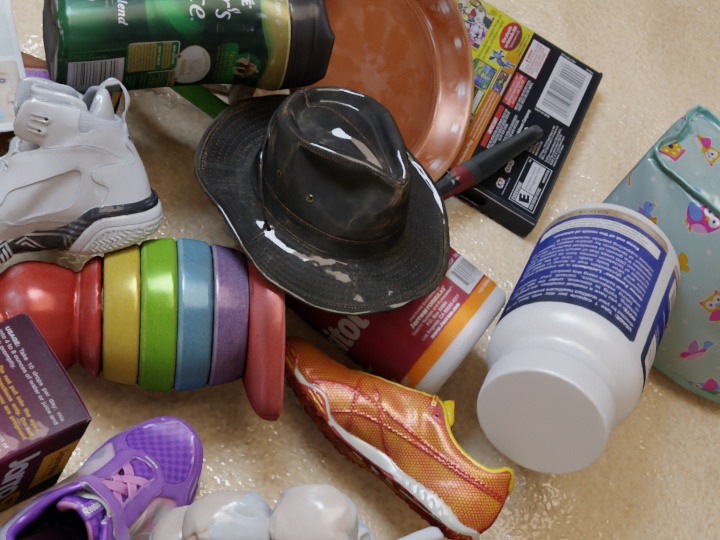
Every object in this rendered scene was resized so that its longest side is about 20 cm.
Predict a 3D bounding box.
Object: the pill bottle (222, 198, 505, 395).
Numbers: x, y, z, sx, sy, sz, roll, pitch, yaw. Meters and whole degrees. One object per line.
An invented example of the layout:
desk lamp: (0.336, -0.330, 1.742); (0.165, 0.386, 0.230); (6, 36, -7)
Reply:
pill bottle: (0.000, 0.000, 1.156); (0.200, 0.113, 0.113); (39, 52, 4)

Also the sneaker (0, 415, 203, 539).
sneaker: (-0.169, 0.157, 0.997); (0.080, 0.089, 0.200); (44, 52, 8)

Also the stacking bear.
stacking bear: (-0.157, 0.034, 1.068); (0.199, 0.114, 0.122); (1, 19, -10)

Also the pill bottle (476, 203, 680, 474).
pill bottle: (0.158, 0.048, 1.130); (0.115, 0.116, 0.200); (34, 41, -1)

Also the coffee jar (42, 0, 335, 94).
coffee jar: (-0.120, -0.178, 1.091); (0.199, 0.085, 0.105); (-4, 56, -17)

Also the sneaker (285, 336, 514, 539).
sneaker: (0.022, 0.109, 1.106); (0.200, 0.073, 0.077); (39, 77, 10)

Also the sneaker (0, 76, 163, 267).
sneaker: (-0.237, -0.062, 1.032); (0.199, 0.116, 0.075); (-11, 22, -10)

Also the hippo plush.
hippo plush: (-0.050, 0.233, 0.979); (0.158, 0.200, 0.162); (-10, 68, 20)

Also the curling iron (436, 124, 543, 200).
curling iron: (0.088, -0.067, 1.269); (0.200, 0.025, 0.050); (-42, 105, -37)

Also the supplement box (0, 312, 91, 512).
supplement box: (-0.279, 0.119, 0.956); (0.199, 0.110, 0.086); (-26, 73, -34)

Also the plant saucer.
plant saucer: (0.015, -0.157, 1.231); (0.200, 0.032, 0.202); (1, 88, -45)

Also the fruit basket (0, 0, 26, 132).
fruit basket: (-0.325, -0.183, 1.051); (0.184, 0.094, 0.201); (-8, 85, -27)

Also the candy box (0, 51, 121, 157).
candy box: (-0.287, -0.110, 1.132); (0.199, 0.057, 0.117); (20, 55, -9)

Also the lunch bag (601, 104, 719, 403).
lunch bag: (0.280, -0.002, 1.245); (0.200, 0.171, 0.122); (41, 41, 5)

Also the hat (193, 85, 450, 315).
hat: (-0.010, -0.071, 1.071); (0.199, 0.081, 0.201); (15, 47, -17)

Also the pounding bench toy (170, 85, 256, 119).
pounding bench toy: (-0.146, -0.193, 1.203); (0.155, 0.124, 0.201); (11, 56, -18)

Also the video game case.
video game case: (0.103, -0.148, 1.351); (0.180, 0.026, 0.201); (31, 54, -4)
